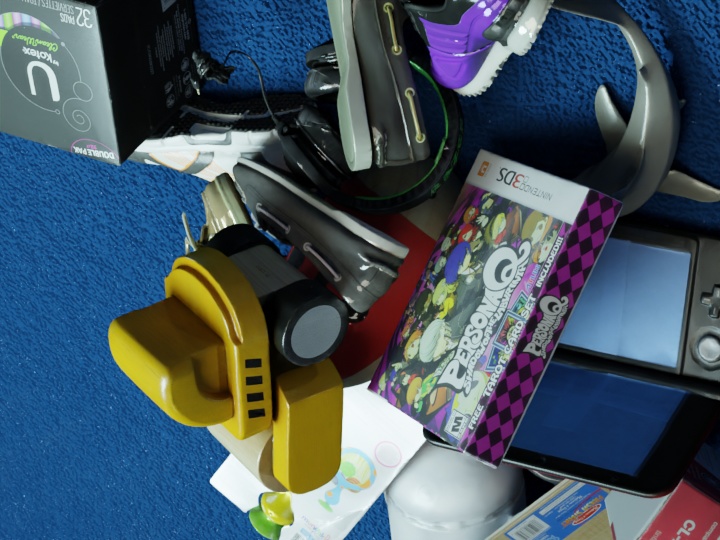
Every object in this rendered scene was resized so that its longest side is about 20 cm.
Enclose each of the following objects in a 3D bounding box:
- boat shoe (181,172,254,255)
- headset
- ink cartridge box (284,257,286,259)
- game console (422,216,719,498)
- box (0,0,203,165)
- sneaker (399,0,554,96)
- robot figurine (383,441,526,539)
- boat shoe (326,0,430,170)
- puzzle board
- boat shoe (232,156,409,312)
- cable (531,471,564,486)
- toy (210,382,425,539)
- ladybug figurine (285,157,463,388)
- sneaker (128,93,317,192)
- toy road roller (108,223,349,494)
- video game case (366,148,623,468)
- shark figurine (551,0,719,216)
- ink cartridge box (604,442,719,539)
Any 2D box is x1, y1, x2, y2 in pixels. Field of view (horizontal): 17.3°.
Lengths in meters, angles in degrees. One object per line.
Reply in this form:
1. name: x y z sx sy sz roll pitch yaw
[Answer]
1. boat shoe: -0.102 0.017 1.833 0.062 0.073 0.201 -14 124 -5
2. headset: -0.024 -0.118 1.723 0.199 0.124 0.094 21 179 16
3. ink cartridge box: -0.023 0.050 1.917 0.200 0.067 0.116 -4 121 39
4. game console: 0.161 0.051 1.690 0.199 0.119 0.173 12 102 28
5. box: -0.243 -0.194 1.841 0.199 0.124 0.149 16 132 26
6. sneaker: 0.064 -0.181 1.601 0.099 0.070 0.200 25 166 -8
7. robot figurine: 0.079 0.195 1.925 0.169 0.113 0.200 24 138 32
8. boat shoe: 0.011 -0.173 1.674 0.072 0.060 0.202 171 93 -82
9. puzzle board: 0.145 0.242 1.875 0.200 0.017 0.151 -40 129 20
10. boat shoe: -0.043 -0.029 1.723 0.067 0.057 0.200 27 -177 -42
11. cable: 0.183 0.101 1.822 0.163 0.051 0.200 22 131 15
12. toy: -0.023 0.137 1.888 0.115 0.047 0.200 41 119 6
13. ladybug figurine: 0.000 0.000 1.781 0.136 0.072 0.200 37 99 32
14. sneaker: -0.113 -0.091 1.865 0.199 0.074 0.080 6 129 35
15. toy road roller: -0.100 0.076 1.708 0.123 0.146 0.201 40 142 43
16. video game case: 0.091 0.022 1.661 0.036 0.200 0.181 25 -178 -24
17. shark figurine: 0.183 -0.093 1.624 0.128 0.090 0.215 20 136 22
18. ink cartridge box: 0.285 0.211 1.718 0.200 0.146 0.083 34 102 -5
